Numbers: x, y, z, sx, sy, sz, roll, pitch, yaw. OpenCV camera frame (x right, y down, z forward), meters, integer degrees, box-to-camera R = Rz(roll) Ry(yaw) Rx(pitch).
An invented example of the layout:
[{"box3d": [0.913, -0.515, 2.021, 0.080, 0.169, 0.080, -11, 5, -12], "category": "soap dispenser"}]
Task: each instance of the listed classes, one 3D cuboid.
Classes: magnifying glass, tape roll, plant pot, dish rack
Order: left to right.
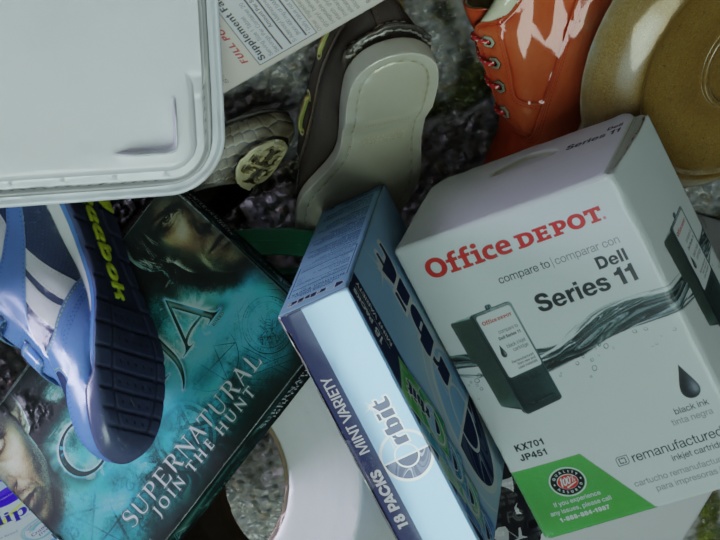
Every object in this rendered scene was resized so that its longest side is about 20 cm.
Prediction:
[{"box3d": [-0.167, -0.114, 1.291, 0.199, 0.044, 0.173, -4, 100, -8], "category": "dish rack"}, {"box3d": [-0.065, 0.125, 1.544, 0.202, 0.203, 0.139, -34, 166, 18], "category": "tape roll"}, {"box3d": [0.000, 0.000, 1.574, 0.199, 0.023, 0.080, 9, 160, -24], "category": "magnifying glass"}, {"box3d": [0.213, -0.125, 1.473, 0.199, 0.027, 0.201, -22, 135, -23], "category": "plant pot"}]

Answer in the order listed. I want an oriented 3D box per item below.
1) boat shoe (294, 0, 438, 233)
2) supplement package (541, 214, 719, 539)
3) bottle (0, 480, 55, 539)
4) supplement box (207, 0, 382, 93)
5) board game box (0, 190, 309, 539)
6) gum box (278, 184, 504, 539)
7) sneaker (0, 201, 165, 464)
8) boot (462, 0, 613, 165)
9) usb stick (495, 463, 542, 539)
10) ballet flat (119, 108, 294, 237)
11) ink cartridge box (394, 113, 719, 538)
[{"box3d": [-0.003, -0.085, 1.496, 0.071, 0.060, 0.200, -10, 150, -17], "category": "boat shoe"}, {"box3d": [0.163, 0.071, 1.610, 0.121, 0.120, 0.201, 14, 124, -19], "category": "supplement package"}, {"box3d": [-0.236, 0.120, 1.589, 0.083, 0.065, 0.200, -22, 148, 2], "category": "bottle"}, {"box3d": [-0.022, -0.193, 1.373, 0.199, 0.126, 0.074, -28, 128, 14], "category": "supplement box"}, {"box3d": [-0.119, 0.068, 1.480, 0.200, 0.135, 0.028, -52, 161, 12], "category": "board game box"}, {"box3d": [0.023, 0.060, 1.429, 0.044, 0.200, 0.170, -24, 103, 13], "category": "gum box"}, {"box3d": [-0.167, 0.024, 1.448, 0.082, 0.201, 0.074, -28, 153, 16], "category": "sneaker"}, {"box3d": [0.094, -0.114, 1.492, 0.107, 0.075, 0.201, 18, 115, -17], "category": "boot"}, {"box3d": [0.069, 0.070, 1.555, 0.055, 0.033, 0.201, -10, 95, 6], "category": "usb stick"}, {"box3d": [-0.110, -0.024, 1.530, 0.200, 0.046, 0.067, -38, 150, 22], "category": "ballet flat"}, {"box3d": [0.130, 0.032, 1.459, 0.146, 0.083, 0.201, -20, 108, 29], "category": "ink cartridge box"}]
